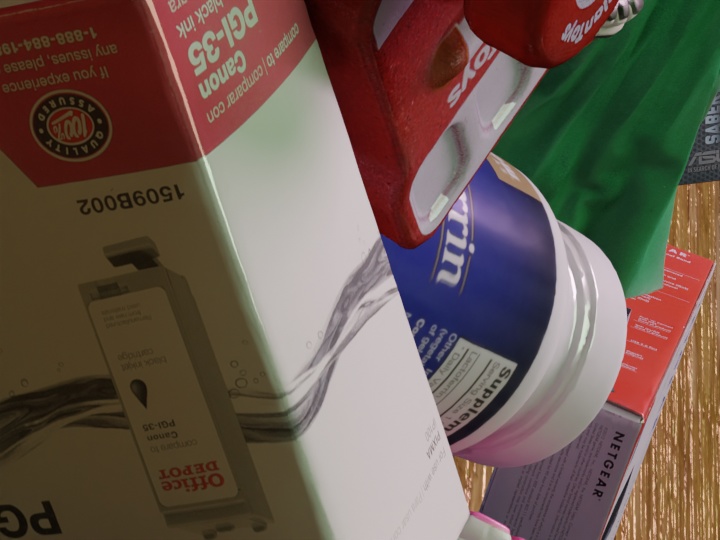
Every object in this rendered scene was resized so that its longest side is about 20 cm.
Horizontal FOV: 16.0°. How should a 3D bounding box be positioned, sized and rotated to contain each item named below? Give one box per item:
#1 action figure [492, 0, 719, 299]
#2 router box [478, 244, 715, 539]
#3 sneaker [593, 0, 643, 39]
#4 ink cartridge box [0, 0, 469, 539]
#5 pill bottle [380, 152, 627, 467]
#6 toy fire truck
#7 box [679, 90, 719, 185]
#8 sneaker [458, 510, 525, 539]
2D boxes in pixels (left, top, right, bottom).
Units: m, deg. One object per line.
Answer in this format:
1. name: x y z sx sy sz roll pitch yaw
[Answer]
1. action figure: 0.103 -0.087 0.966 0.118 0.200 0.055 7 33 -30
2. router box: 0.082 0.103 1.079 0.180 0.049 0.201 -51 160 -64
3. sneaker: 0.005 -0.093 0.850 0.199 0.085 0.077 8 60 -39
4. ink cartridge box: -0.070 0.012 0.703 0.083 0.146 0.201 -53 130 -56
5. pill bottle: 0.000 0.000 0.884 0.200 0.115 0.116 25 56 -47
6. toy fire truck: 0.048 -0.120 0.749 0.200 0.112 0.168 -56 160 -17
7. box: 0.136 -0.143 1.292 0.200 0.051 0.158 -137 -138 -65
8. sneaker: -0.014 0.112 0.861 0.199 0.081 0.089 24 77 -24
